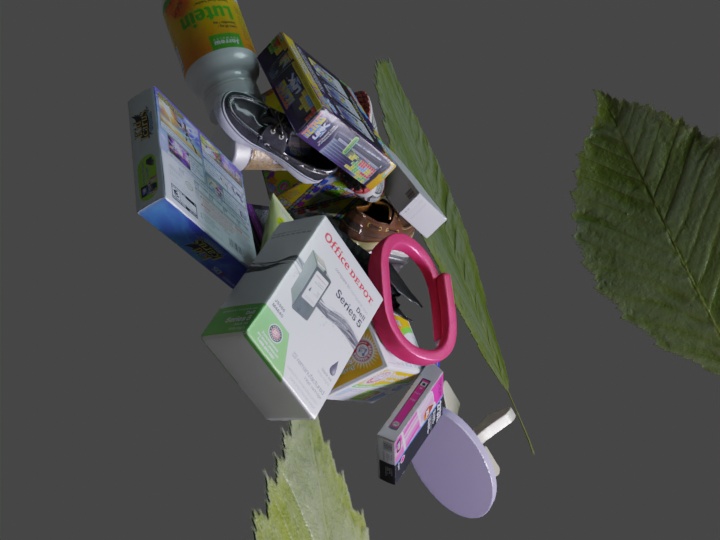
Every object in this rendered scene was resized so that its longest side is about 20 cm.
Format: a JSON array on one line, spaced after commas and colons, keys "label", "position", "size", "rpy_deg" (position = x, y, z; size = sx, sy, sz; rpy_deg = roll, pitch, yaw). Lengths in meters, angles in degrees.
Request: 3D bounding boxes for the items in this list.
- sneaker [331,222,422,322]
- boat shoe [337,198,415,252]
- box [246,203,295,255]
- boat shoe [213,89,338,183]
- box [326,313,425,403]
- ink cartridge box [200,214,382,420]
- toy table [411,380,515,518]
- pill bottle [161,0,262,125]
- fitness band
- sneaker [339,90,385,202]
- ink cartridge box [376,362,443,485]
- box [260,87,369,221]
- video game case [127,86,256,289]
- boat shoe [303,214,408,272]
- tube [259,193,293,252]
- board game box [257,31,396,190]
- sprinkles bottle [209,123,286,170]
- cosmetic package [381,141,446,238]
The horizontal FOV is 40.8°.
[{"label": "sneaker", "position": [0.002, -0.003, 1.451], "size": [0.200, 0.060, 0.104], "rpy_deg": [44, 15, 33]}, {"label": "boat shoe", "position": [0.036, -0.078, 1.560], "size": [0.072, 0.068, 0.199], "rpy_deg": [38, 27, 23]}, {"label": "box", "position": [-0.116, -0.020, 1.385], "size": [0.144, 0.036, 0.200], "rpy_deg": [67, 17, 7]}, {"label": "boat shoe", "position": [-0.108, -0.184, 1.319], "size": [0.200, 0.066, 0.071], "rpy_deg": [38, 58, -33]}, {"label": "box", "position": [0.010, 0.125, 1.425], "size": [0.200, 0.112, 0.102], "rpy_deg": [22, 43, -66]}, {"label": "ink cartridge box", "position": [-0.076, 0.055, 1.149], "size": [0.146, 0.083, 0.201], "rpy_deg": [55, 47, -28]}, {"label": "toy table", "position": [0.162, 0.289, 1.591], "size": [0.117, 0.182, 0.202], "rpy_deg": [-41, 114, -57]}, {"label": "pill bottle", "position": [-0.210, -0.316, 1.401], "size": [0.111, 0.110, 0.202], "rpy_deg": [26, 41, -66]}, {"label": "fitness band", "position": [0.073, 0.041, 1.385], "size": [0.143, 0.037, 0.202], "rpy_deg": [18, 54, -35]}, {"label": "sneaker", "position": [-0.003, -0.195, 1.533], "size": [0.082, 0.077, 0.202], "rpy_deg": [46, 33, -57]}, {"label": "ink cartridge box", "position": [0.085, 0.213, 1.434], "size": [0.200, 0.037, 0.095], "rpy_deg": [-52, 149, -42]}, {"label": "box", "position": [-0.077, -0.184, 1.614], "size": [0.193, 0.121, 0.202], "rpy_deg": [40, 29, -57]}, {"label": "video game case", "position": [-0.205, -0.098, 1.193], "size": [0.200, 0.045, 0.183], "rpy_deg": [46, 25, -50]}, {"label": "boat shoe", "position": [-0.010, -0.036, 1.585], "size": [0.198, 0.057, 0.067], "rpy_deg": [16, 27, -23]}, {"label": "tube", "position": [-0.110, -0.005, 1.259], "size": [0.058, 0.051, 0.201], "rpy_deg": [112, -11, -49]}, {"label": "board game box", "position": [-0.049, -0.225, 1.362], "size": [0.165, 0.057, 0.201], "rpy_deg": [31, 23, -42]}, {"label": "sprinkles bottle", "position": [-0.121, -0.178, 1.399], "size": [0.199, 0.068, 0.069], "rpy_deg": [-6, 68, -43]}, {"label": "cosmetic package", "position": [0.060, -0.141, 1.571], "size": [0.082, 0.051, 0.201], "rpy_deg": [35, 15, -41]}]
